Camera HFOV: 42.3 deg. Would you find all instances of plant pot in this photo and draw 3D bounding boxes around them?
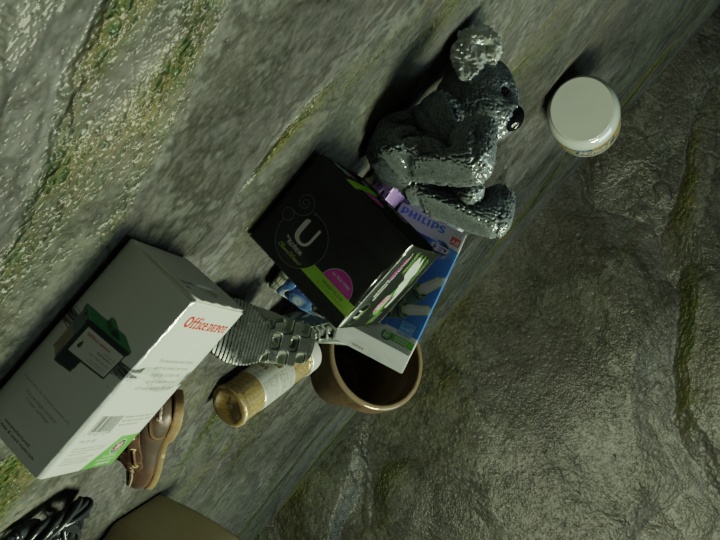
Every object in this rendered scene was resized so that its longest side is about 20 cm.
[{"bbox_3d":[-0.009,0.180,1.733,0.200,0.201,0.174,-39,-178,-37],"label":"plant pot"},{"bbox_3d":[-0.330,0.487,1.498,0.201,0.177,0.199,-52,168,21],"label":"plant pot"}]

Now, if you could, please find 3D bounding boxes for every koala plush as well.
[{"bbox_3d":[0.120,-0.178,1.109,0.202,0.181,0.178,-61,150,-18],"label":"koala plush"}]

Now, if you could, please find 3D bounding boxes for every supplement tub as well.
[{"bbox_3d":[0.449,-0.309,1.867,0.145,0.144,0.200,-50,168,12],"label":"supplement tub"}]

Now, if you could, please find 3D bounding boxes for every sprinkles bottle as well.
[{"bbox_3d":[-0.139,0.164,1.424,0.199,0.068,0.069,-34,162,-51],"label":"sprinkles bottle"}]

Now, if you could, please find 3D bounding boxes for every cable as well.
[{"bbox_3d":[-0.404,0.353,1.142,0.163,0.051,0.201,-41,165,-54],"label":"cable"}]

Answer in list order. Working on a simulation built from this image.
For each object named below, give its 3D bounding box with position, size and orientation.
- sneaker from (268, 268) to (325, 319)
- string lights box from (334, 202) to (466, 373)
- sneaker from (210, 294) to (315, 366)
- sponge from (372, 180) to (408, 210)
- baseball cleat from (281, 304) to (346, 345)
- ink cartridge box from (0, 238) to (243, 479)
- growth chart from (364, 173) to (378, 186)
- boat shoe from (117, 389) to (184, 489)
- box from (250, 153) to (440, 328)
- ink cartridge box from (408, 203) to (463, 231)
[{"bbox_3d":[-0.054,0.028,1.248,0.079,0.089,0.200,-49,171,12],"label":"sneaker"},{"bbox_3d":[0.054,0.020,1.228,0.202,0.101,0.059,-62,176,-28],"label":"string lights box"},{"bbox_3d":[-0.146,0.071,1.103,0.199,0.087,0.075,26,82,-54],"label":"sneaker"},{"bbox_3d":[0.033,-0.092,1.249,0.201,0.030,0.111,-52,167,11],"label":"sponge"},{"bbox_3d":[-0.051,0.087,1.295,0.198,0.071,0.106,-5,-161,45],"label":"baseball cleat"},{"bbox_3d":[-0.214,0.079,0.833,0.201,0.084,0.146,-49,169,1],"label":"ink cartridge box"},{"bbox_3d":[0.032,-0.107,1.304,0.144,0.018,0.201,-42,167,-32],"label":"growth chart"},{"bbox_3d":[-0.264,0.199,1.113,0.069,0.071,0.201,3,138,-23],"label":"boat shoe"},{"bbox_3d":[-0.011,-0.028,1.073,0.125,0.148,0.200,-47,169,7],"label":"box"},{"bbox_3d":[0.067,-0.034,1.472,0.147,0.083,0.199,-46,171,34],"label":"ink cartridge box"}]
